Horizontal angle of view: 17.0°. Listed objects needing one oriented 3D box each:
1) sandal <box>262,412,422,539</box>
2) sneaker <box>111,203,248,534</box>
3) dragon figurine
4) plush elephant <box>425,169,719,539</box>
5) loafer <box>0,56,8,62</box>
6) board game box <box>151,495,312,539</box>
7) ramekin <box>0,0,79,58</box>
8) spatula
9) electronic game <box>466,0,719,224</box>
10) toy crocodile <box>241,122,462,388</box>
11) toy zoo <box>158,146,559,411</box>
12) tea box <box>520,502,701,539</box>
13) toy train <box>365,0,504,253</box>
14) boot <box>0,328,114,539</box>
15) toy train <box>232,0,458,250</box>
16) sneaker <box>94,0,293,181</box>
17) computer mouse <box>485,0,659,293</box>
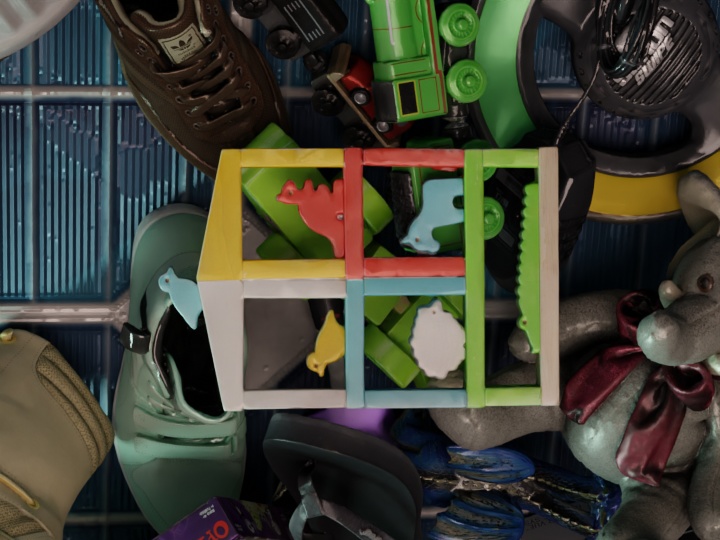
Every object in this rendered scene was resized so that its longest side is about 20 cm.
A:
[{"bbox_3d":[-0.002,0.136,1.256,0.076,0.043,0.200,7,149,20],"label":"sandal"},{"bbox_3d":[-0.095,0.078,1.278,0.073,0.118,0.201,-4,115,-6],"label":"sneaker"},{"bbox_3d":[0.060,0.116,1.316,0.199,0.099,0.059,6,103,-23],"label":"dragon figurine"},{"bbox_3d":[0.168,0.047,1.260,0.200,0.165,0.155,-25,152,-39],"label":"plush elephant"},{"bbox_3d":[-0.269,-0.133,1.187,0.199,0.076,0.068,-6,113,-15],"label":"loafer"},{"bbox_3d":[-0.086,0.169,1.294,0.120,0.200,0.032,-31,75,10],"label":"board game box"},{"bbox_3d":[-0.210,-0.196,1.098,0.199,0.105,0.201,0,84,2],"label":"ramekin"},{"bbox_3d":[-0.014,0.043,1.328,0.056,0.021,0.201,-14,115,-8],"label":"spatula"},{"bbox_3d":[0.150,-0.117,1.268,0.199,0.042,0.201,-3,115,-6],"label":"electronic game"},{"bbox_3d":[0.000,0.000,1.279,0.068,0.062,0.200,-48,119,-5],"label":"toy crocodile"},{"bbox_3d":[-0.001,0.004,1.201,0.199,0.020,0.132,0,91,-4],"label":"toy zoo"},{"bbox_3d":[0.117,0.240,1.339,0.199,0.197,0.134,-17,115,1],"label":"tea box"},{"bbox_3d":[0.032,-0.104,1.227,0.056,0.042,0.201,-11,98,-20],"label":"toy train"},{"bbox_3d":[-0.227,0.077,1.245,0.200,0.156,0.073,34,126,-10],"label":"boot"},{"bbox_3d":[0.006,-0.088,1.260,0.046,0.034,0.200,-28,117,24],"label":"toy train"},{"bbox_3d":[-0.096,-0.114,1.215,0.070,0.076,0.200,-29,114,5],"label":"sneaker"},{"bbox_3d":[0.115,-0.077,1.241,0.034,0.059,0.200,6,119,-37],"label":"computer mouse"}]
